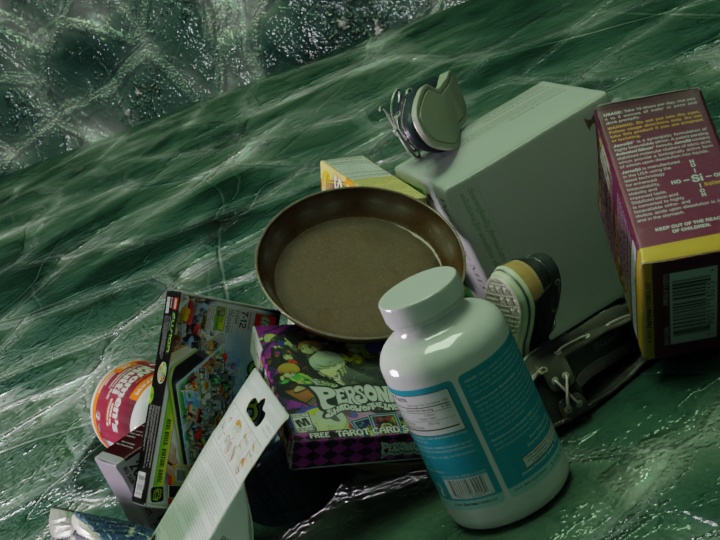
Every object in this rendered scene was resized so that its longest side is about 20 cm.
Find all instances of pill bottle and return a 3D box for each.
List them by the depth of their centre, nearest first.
[{"bbox_3d":[0.086,0.100,1.347,0.110,0.201,0.111,-23,17,7],"label":"pill bottle"},{"bbox_3d":[-0.205,0.159,1.757,0.109,0.110,0.200,-33,18,-23],"label":"pill bottle"}]

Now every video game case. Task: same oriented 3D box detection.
[{"bbox_3d":[0.014,0.105,1.492,0.198,0.036,0.182,-3,32,-14],"label":"video game case"}]

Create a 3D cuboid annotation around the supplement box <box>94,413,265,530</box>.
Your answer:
[{"bbox_3d":[-0.146,0.176,1.623,0.199,0.109,0.061,-35,18,-26],"label":"supplement box"}]

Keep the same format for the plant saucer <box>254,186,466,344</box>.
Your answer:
[{"bbox_3d":[0.000,0.000,1.561,0.198,0.035,0.201,0,46,0],"label":"plant saucer"}]

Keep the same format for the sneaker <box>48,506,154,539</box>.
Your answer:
[{"bbox_3d":[-0.246,0.270,1.536,0.076,0.086,0.200,14,-11,-19],"label":"sneaker"}]

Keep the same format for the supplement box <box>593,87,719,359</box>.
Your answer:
[{"bbox_3d":[0.276,-0.042,1.466,0.102,0.131,0.201,-11,48,2],"label":"supplement box"}]

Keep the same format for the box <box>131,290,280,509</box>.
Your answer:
[{"bbox_3d":[-0.145,0.127,1.567,0.109,0.202,0.035,11,-4,-30],"label":"box"}]

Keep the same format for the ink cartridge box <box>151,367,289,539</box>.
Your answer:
[{"bbox_3d":[-0.115,0.199,1.452,0.201,0.050,0.162,-57,18,2],"label":"ink cartridge box"}]

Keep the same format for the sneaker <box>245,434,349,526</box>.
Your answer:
[{"bbox_3d":[-0.060,0.181,1.555,0.082,0.074,0.200,-18,12,37],"label":"sneaker"}]

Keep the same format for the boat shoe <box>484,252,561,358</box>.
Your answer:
[{"bbox_3d":[0.143,0.051,1.502,0.062,0.075,0.201,-33,-25,-22],"label":"boat shoe"}]

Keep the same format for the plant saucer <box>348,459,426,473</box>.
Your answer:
[{"bbox_3d":[0.021,0.128,1.525,0.199,0.037,0.201,5,31,-3],"label":"plant saucer"}]

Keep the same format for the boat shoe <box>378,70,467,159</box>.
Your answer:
[{"bbox_3d":[0.063,-0.157,1.689,0.061,0.075,0.200,-21,17,17],"label":"boat shoe"}]

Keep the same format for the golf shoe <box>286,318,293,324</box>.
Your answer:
[{"bbox_3d":[0.021,0.044,1.771,0.199,0.079,0.097,-17,1,-15],"label":"golf shoe"}]

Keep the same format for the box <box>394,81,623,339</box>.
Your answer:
[{"bbox_3d":[0.179,-0.058,1.692,0.199,0.200,0.171,-31,17,-10],"label":"box"}]

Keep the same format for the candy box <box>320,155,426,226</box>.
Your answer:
[{"bbox_3d":[0.013,-0.042,1.739,0.055,0.116,0.200,-7,18,-18],"label":"candy box"}]

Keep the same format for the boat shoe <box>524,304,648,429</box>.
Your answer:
[{"bbox_3d":[0.198,0.085,1.464,0.200,0.067,0.057,-34,14,-37],"label":"boat shoe"}]
